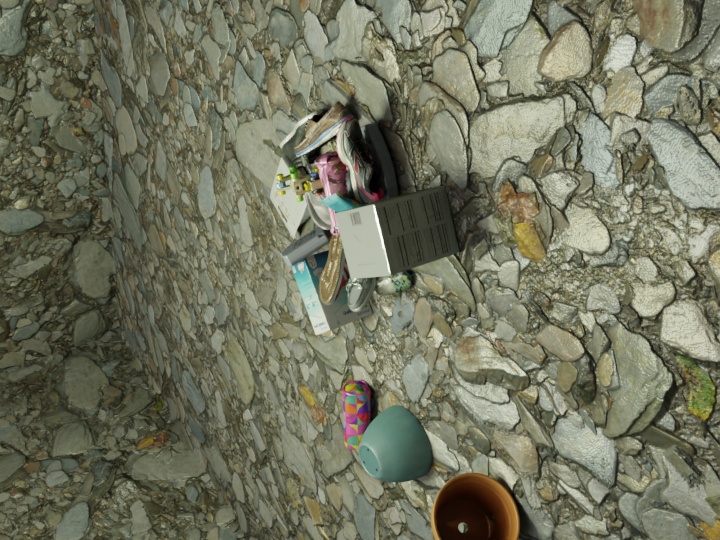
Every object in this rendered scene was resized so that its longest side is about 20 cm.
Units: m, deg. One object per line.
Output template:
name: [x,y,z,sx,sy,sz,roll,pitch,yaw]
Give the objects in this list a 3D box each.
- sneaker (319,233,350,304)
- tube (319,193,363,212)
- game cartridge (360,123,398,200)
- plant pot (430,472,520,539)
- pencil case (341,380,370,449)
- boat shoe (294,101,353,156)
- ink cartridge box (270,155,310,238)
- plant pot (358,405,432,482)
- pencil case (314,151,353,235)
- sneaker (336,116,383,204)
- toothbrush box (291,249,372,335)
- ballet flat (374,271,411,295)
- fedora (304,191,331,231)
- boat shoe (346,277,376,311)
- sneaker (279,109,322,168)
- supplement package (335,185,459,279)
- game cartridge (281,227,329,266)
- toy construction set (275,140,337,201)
sneaker: [-0.034,-0.006,1.726,0.071,0.112,0.202,14,90,46]
tube: [0.008,-0.125,1.571,0.077,0.199,0.051,-25,47,55]
game cartridge: [0.025,-0.237,1.619,0.133,0.041,0.202,-10,97,60]
plant pot: [0.251,0.582,1.572,0.201,0.199,0.140,57,161,21]
pencil case: [-0.007,0.414,1.947,0.088,0.088,0.202,25,127,48]
boat shoe: [-0.098,-0.352,1.696,0.199,0.072,0.073,-27,98,35]
ink cartridge box: [-0.190,-0.209,1.958,0.163,0.050,0.200,59,153,18]
plant pot: [0.074,0.477,1.808,0.200,0.134,0.202,28,127,46]
pencil case: [-0.050,-0.182,1.611,0.087,0.082,0.201,-105,3,-64]
sneaker: [0.005,-0.249,1.540,0.074,0.080,0.201,1,114,39]
toothbrush box: [-0.076,0.051,1.814,0.085,0.146,0.201,-27,84,56]
ballet flat: [0.047,0.033,1.695,0.199,0.074,0.075,1,106,57]
fedora: [-0.080,-0.174,1.762,0.201,0.090,0.177,56,143,22]
boat shoe: [0.001,-0.001,1.666,0.074,0.064,0.204,0,70,55]
sneaker: [-0.134,-0.339,1.794,0.100,0.071,0.200,57,142,2]
supplement package: [0.080,-0.082,1.477,0.151,0.199,0.152,-5,100,55]
game cartridge: [-0.145,-0.065,1.799,0.041,0.132,0.200,62,-178,-10]
toy construction set: [-0.108,-0.237,1.689,0.131,0.199,0.093,32,154,59]
